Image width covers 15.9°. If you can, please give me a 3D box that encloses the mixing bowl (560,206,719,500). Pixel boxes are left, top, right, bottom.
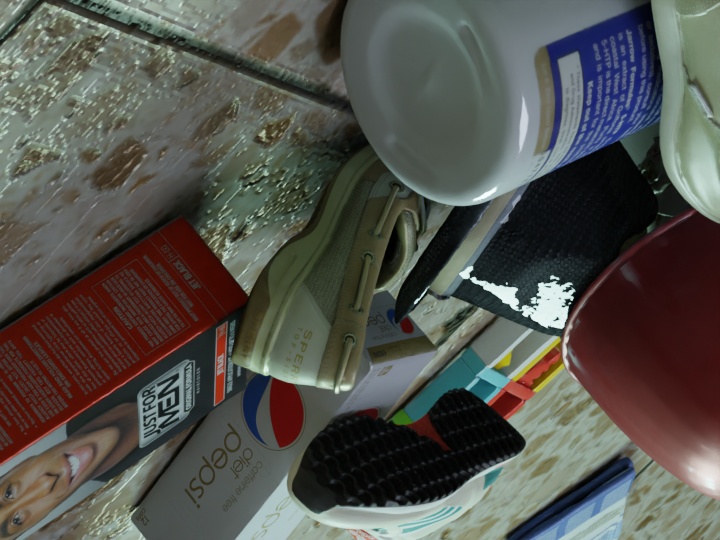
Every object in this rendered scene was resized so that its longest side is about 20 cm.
[{"bbox_3d":[0.214,0.049,1.323,0.199,0.109,0.201,-17,148,-11],"label":"mixing bowl"}]

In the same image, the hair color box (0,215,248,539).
[{"bbox_3d":[-0.148,0.068,1.231,0.199,0.061,0.102,-33,159,-19],"label":"hair color box"}]

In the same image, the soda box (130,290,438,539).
[{"bbox_3d":[-0.045,0.094,1.471,0.068,0.064,0.200,-11,144,-54],"label":"soda box"}]

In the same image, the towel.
[{"bbox_3d":[0.168,0.241,2.227,0.146,0.024,0.200,-31,156,-19],"label":"towel"}]

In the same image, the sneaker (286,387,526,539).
[{"bbox_3d":[0.016,0.130,1.458,0.199,0.070,0.094,-15,142,-57],"label":"sneaker"}]

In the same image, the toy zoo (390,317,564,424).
[{"bbox_3d":[0.091,0.072,1.733,0.200,0.020,0.131,-43,160,6],"label":"toy zoo"}]

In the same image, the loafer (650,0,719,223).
[{"bbox_3d":[0.177,-0.083,1.166,0.076,0.068,0.200,-45,142,-18],"label":"loafer"}]

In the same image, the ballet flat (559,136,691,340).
[{"bbox_3d":[0.168,-0.011,1.424,0.075,0.064,0.200,16,136,-13],"label":"ballet flat"}]

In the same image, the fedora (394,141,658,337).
[{"bbox_3d":[0.099,-0.026,1.354,0.201,0.091,0.201,-56,179,-1],"label":"fedora"}]

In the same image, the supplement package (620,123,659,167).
[{"bbox_3d":[0.232,-0.124,1.444,0.109,0.114,0.200,-24,154,-41],"label":"supplement package"}]

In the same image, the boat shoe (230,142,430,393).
[{"bbox_3d":[0.000,-0.002,1.268,0.201,0.063,0.074,-50,161,-60],"label":"boat shoe"}]

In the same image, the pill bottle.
[{"bbox_3d":[0.099,-0.116,1.210,0.199,0.120,0.120,-24,155,-37],"label":"pill bottle"}]
